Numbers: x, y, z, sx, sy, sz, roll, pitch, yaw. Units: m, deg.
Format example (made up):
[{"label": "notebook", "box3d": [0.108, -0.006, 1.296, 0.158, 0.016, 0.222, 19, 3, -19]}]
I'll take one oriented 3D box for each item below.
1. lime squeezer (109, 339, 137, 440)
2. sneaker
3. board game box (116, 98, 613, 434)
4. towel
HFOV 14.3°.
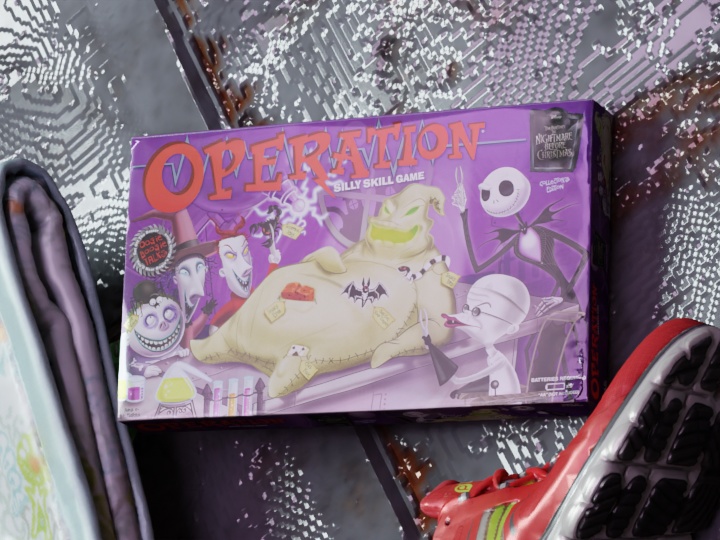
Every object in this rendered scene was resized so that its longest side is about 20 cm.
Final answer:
[{"label": "lime squeezer", "box3d": [-0.077, 0.049, 1.183, 0.071, 0.038, 0.200, 42, 102, 36]}, {"label": "sneaker", "box3d": [0.062, 0.093, 1.050, 0.085, 0.077, 0.200, 41, 103, 38]}, {"label": "board game box", "box3d": [0.000, 0.000, 1.125, 0.200, 0.032, 0.120, -4, 72, 23]}, {"label": "towel", "box3d": [-0.166, 0.074, 1.201, 0.171, 0.048, 0.200, -27, 71, 41]}]
